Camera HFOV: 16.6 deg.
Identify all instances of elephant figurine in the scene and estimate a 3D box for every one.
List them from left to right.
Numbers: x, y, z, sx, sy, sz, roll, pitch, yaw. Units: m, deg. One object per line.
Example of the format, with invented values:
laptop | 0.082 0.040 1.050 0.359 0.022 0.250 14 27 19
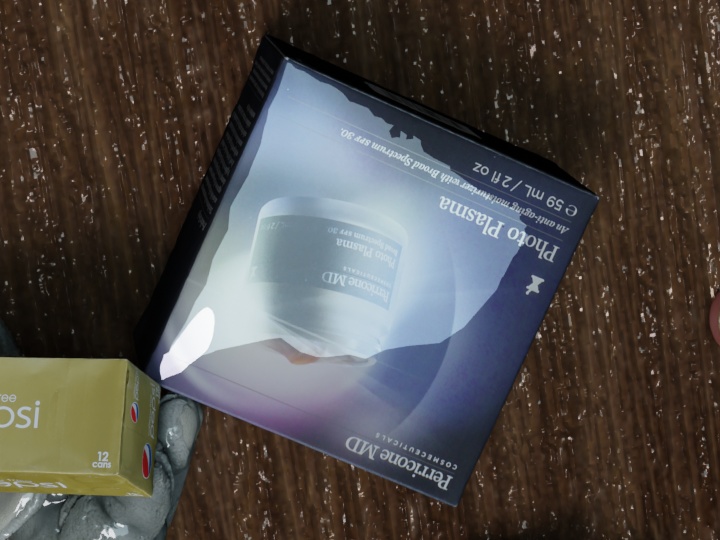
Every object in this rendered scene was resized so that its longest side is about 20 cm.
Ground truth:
elephant figurine | -0.200 0.102 1.413 0.200 0.155 0.142 18 141 -1

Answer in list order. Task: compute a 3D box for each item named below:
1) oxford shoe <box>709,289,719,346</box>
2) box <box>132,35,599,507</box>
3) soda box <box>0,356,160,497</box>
oxford shoe | 0.313 0.011 1.482 0.200 0.075 0.071 -24 102 -4
box | 0.000 0.000 1.411 0.200 0.123 0.199 23 98 -11
soda box | -0.212 0.083 1.325 0.199 0.068 0.064 0 75 12
